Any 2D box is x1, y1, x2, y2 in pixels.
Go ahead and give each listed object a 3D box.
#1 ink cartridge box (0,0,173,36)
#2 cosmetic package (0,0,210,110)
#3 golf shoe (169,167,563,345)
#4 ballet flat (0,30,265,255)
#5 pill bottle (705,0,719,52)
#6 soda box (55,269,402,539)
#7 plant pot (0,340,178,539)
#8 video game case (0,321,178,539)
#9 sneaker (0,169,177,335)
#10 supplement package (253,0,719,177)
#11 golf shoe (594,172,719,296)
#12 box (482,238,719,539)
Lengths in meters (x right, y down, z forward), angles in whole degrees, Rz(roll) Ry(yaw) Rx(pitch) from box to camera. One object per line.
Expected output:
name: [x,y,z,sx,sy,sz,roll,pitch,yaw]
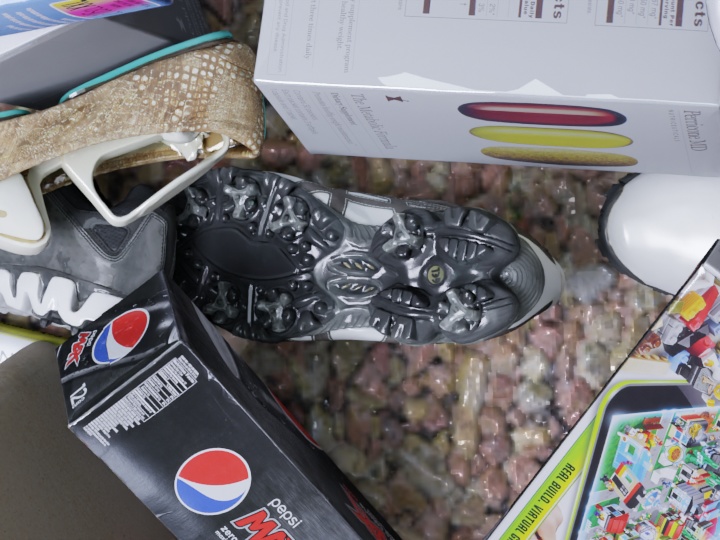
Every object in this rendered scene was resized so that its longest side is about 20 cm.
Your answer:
ink cartridge box: [-0.183,-0.153,0.870,0.199,0.076,0.137,-9,87,11]
cosmetic package: [-0.140,-0.134,0.998,0.090,0.200,0.107,-23,88,7]
golf shoe: [0.000,0.000,1.044,0.199,0.094,0.078,12,94,32]
ballet flat: [-0.132,-0.045,0.992,0.199,0.071,0.065,-21,81,-7]
pill bottle: [0.222,-0.114,0.947,0.106,0.200,0.107,2,94,26]
soda box: [-0.050,0.097,1.012,0.063,0.071,0.200,-35,120,7]
plant pot: [-0.190,0.171,1.000,0.200,0.177,0.200,-33,87,8]
video game case: [-0.156,0.132,1.095,0.180,0.026,0.201,13,93,7]
sneaker: [-0.167,-0.023,1.066,0.199,0.066,0.091,15,82,25]
supplement package: [0.067,-0.112,0.996,0.199,0.114,0.110,4,78,14]
golf shoe: [0.204,-0.016,1.010,0.199,0.094,0.078,5,93,9]
box: [0.144,0.095,1.013,0.110,0.035,0.200,37,118,6]
